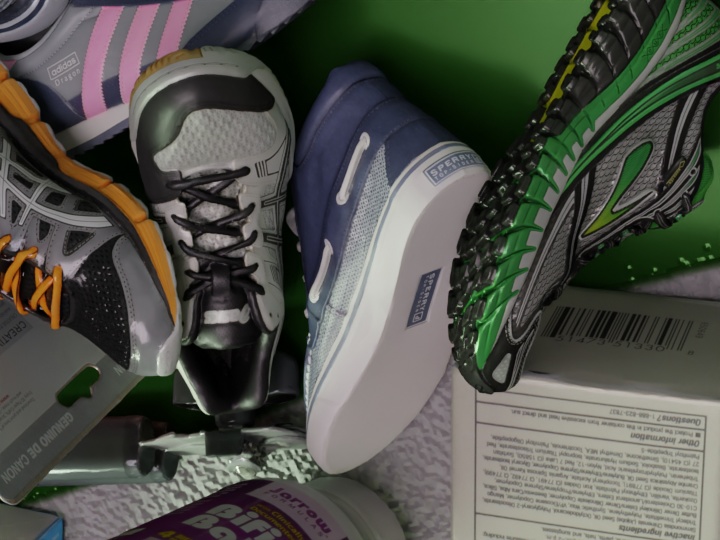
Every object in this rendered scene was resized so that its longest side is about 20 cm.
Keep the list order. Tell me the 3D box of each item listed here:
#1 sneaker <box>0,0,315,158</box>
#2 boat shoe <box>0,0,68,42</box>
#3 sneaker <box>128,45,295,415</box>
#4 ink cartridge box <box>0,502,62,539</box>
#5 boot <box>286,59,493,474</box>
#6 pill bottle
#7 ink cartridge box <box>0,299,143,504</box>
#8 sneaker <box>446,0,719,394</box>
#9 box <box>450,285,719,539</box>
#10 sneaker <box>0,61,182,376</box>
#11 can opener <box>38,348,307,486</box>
[{"bbox_3d":[-0.099,-0.120,0.937,0.199,0.070,0.082,-27,102,25],"label":"sneaker"},{"bbox_3d":[-0.234,-0.154,0.934,0.199,0.091,0.072,18,99,25],"label":"boat shoe"},{"bbox_3d":[-0.060,-0.012,0.918,0.075,0.088,0.201,-9,142,-4],"label":"sneaker"},{"bbox_3d":[-0.230,0.228,1.126,0.114,0.068,0.202,10,114,16],"label":"ink cartridge box"},{"bbox_3d":[0.000,0.000,0.962,0.090,0.072,0.201,48,135,30],"label":"boot"},{"bbox_3d":[-0.060,0.162,0.956,0.111,0.199,0.114,7,104,31],"label":"pill bottle"},{"bbox_3d":[-0.203,0.031,0.960,0.176,0.200,0.084,44,119,-1],"label":"ink cartridge box"},{"bbox_3d":[0.103,-0.033,0.856,0.085,0.078,0.201,33,84,-8],"label":"sneaker"},{"bbox_3d":[0.115,0.120,0.937,0.127,0.109,0.202,6,113,17],"label":"box"},{"bbox_3d":[-0.155,-0.017,0.916,0.200,0.077,0.079,42,142,25],"label":"sneaker"},{"bbox_3d":[-0.116,0.082,1.044,0.198,0.053,0.067,-9,74,21],"label":"can opener"}]
